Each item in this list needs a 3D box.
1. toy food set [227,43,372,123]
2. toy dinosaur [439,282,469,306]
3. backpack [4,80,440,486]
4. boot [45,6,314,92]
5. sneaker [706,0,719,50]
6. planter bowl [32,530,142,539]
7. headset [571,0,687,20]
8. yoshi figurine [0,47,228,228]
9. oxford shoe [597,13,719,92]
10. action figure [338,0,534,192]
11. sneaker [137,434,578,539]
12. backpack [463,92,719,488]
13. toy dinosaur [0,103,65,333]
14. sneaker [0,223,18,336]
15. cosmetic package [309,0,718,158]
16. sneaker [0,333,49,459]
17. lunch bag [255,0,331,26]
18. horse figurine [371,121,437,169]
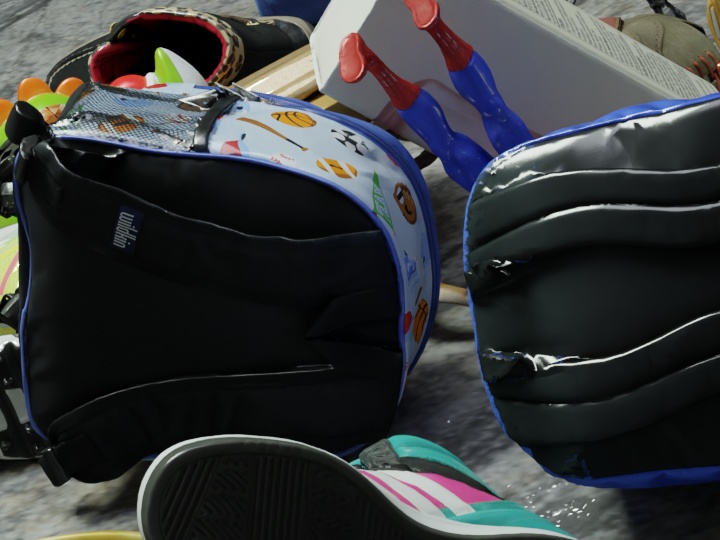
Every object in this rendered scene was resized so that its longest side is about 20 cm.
[{"bbox_3d":[-0.040,-0.089,1.545,0.199,0.049,0.198,-25,7,35],"label":"toy food set"},{"bbox_3d":[0.000,0.000,1.456,0.106,0.061,0.200,-23,20,-15],"label":"toy dinosaur"},{"bbox_3d":[-0.058,0.003,1.334,0.189,0.201,0.154,10,32,18],"label":"backpack"},{"bbox_3d":[-0.139,-0.131,1.850,0.199,0.074,0.150,-4,1,19],"label":"boot"},{"bbox_3d":[0.298,-0.164,1.600,0.199,0.076,0.088,0,19,32],"label":"sneaker"},{"bbox_3d":[-0.135,0.184,1.057,0.199,0.084,0.201,-16,19,6],"label":"planter bowl"},{"bbox_3d":[0.100,-0.135,1.740,0.199,0.094,0.124,-28,19,23],"label":"headset"},{"bbox_3d":[-0.144,-0.056,1.727,0.199,0.113,0.113,-7,59,-9],"label":"yoshi figurine"},{"bbox_3d":[0.170,-0.108,1.574,0.074,0.071,0.200,-11,22,5],"label":"oxford shoe"},{"bbox_3d":[0.073,-0.030,1.311,0.065,0.200,0.099,-34,37,15],"label":"action figure"},{"bbox_3d":[-0.006,0.099,1.074,0.199,0.084,0.121,19,-2,-24],"label":"sneaker"},{"bbox_3d":[0.152,0.013,1.151,0.199,0.164,0.168,-12,-8,19],"label":"backpack"},{"bbox_3d":[-0.171,-0.045,1.486,0.136,0.102,0.200,-53,-15,-9],"label":"toy dinosaur"},{"bbox_3d":[-0.137,-0.019,1.616,0.200,0.078,0.090,-40,27,-22],"label":"sneaker"},{"bbox_3d":[0.081,-0.090,1.405,0.088,0.199,0.103,-57,13,16],"label":"cosmetic package"},{"bbox_3d":[-0.203,0.062,1.466,0.199,0.067,0.091,-17,22,12],"label":"sneaker"},{"bbox_3d":[-0.006,-0.265,2.047,0.131,0.137,0.200,-12,19,16],"label":"lunch bag"},{"bbox_3d":[-0.017,-0.049,1.575,0.132,0.050,0.200,-33,7,-24],"label":"horse figurine"}]
